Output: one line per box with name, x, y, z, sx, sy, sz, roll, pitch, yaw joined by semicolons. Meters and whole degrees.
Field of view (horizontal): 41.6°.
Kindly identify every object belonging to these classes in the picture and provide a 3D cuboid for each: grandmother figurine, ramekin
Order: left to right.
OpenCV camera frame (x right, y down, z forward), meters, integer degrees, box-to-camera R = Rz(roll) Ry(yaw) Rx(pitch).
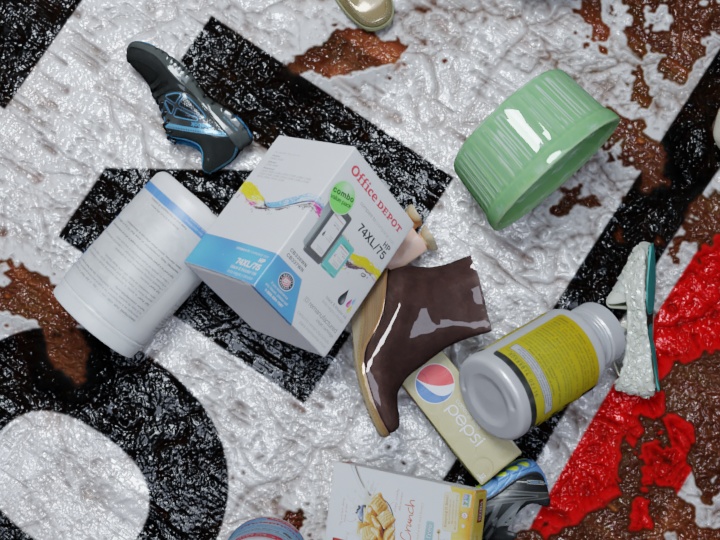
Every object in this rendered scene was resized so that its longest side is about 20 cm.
grandmother figurine;0.000;0.000;1.211;0.199;0.061;0.122;-31;59;-1
ramekin;0.208;-0.151;1.159;0.200;0.200;0.098;-39;79;-4

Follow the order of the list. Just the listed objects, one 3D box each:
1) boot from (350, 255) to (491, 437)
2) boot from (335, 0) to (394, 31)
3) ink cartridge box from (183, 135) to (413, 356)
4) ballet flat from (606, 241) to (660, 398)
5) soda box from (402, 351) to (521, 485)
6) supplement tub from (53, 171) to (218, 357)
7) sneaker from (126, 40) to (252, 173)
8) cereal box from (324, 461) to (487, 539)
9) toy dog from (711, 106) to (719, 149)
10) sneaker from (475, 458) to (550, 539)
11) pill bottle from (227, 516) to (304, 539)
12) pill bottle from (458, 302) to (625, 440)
boot;0.075;0.087;1.128;0.166;0.072;0.201;-11;74;5
boot;-0.014;-0.411;1.191;0.072;0.155;0.201;-23;86;-3
ink cartridge box;-0.069;-0.033;1.119;0.200;0.146;0.147;-56;131;-17
ballet flat;0.344;0.063;1.209;0.071;0.072;0.201;0;85;-1
soda box;0.112;0.168;1.193;0.068;0.064;0.200;-38;87;-4
supplement tub;-0.262;-0.009;1.165;0.132;0.132;0.200;42;85;2
sneaker;-0.233;-0.211;1.211;0.200;0.073;0.082;43;87;3
cereal box;0.048;0.318;1.142;0.199;0.039;0.145;3;84;33
toy dog;0.552;-0.173;1.211;0.199;0.140;0.195;17;122;-2
sneaker;0.149;0.313;1.179;0.199;0.071;0.083;-30;84;-5
pill bottle;-0.113;0.348;1.104;0.108;0.200;0.109;0;86;-2
pill bottle;0.226;0.114;1.152;0.199;0.111;0.112;-26;86;-29
